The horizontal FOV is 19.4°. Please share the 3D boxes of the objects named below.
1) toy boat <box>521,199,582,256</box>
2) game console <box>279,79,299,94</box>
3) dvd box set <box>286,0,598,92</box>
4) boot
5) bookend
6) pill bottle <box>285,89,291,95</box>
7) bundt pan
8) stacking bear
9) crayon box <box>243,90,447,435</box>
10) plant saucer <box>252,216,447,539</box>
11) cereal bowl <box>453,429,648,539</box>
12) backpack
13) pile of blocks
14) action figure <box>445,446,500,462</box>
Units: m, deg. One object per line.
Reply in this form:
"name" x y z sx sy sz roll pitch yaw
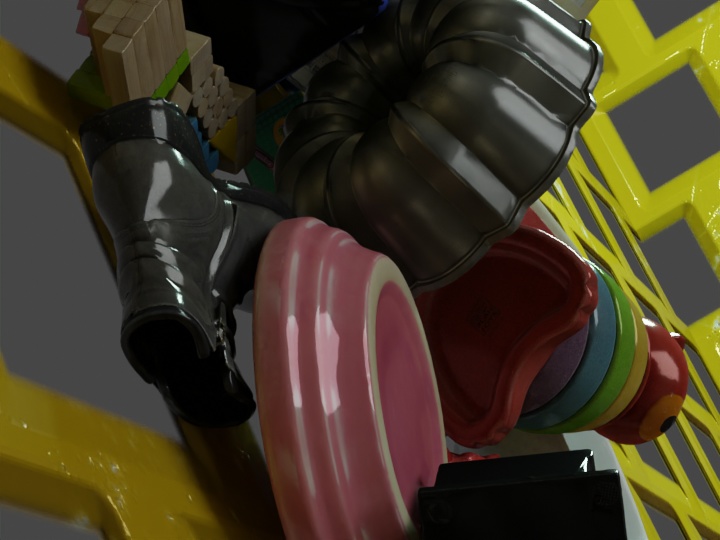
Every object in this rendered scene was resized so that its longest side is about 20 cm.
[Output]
"toy boat" 0.082 0.020 1.504 0.200 0.130 0.131 45 48 -46
"game console" -0.036 -0.206 1.406 0.200 0.170 0.119 52 20 -28
"dvd box set" 0.059 -0.164 1.343 0.146 0.200 0.029 37 0 -27
"boot" -0.071 0.018 0.995 0.200 0.069 0.132 39 33 -57
"bookend" 0.092 0.168 1.029 0.200 0.091 0.200 -61 144 -76
"pill bottle" 0.049 -0.160 1.538 0.114 0.199 0.114 54 13 -19
"bundt pan" 0.029 -0.081 1.121 0.076 0.202 0.202 41 19 -25
"stacking bear" 0.122 0.049 1.226 0.200 0.122 0.114 23 16 -49
"crayon box" 0.000 0.000 1.299 0.119 0.058 0.201 39 23 -59
"plant saucer" 0.002 0.071 1.011 0.200 0.050 0.202 -11 90 -78
"cereal bowl" 0.118 0.138 1.369 0.201 0.083 0.200 59 12 -20
"backpack" -0.091 -0.216 1.180 0.200 0.162 0.168 42 35 -24
"pile of blocks" -0.113 -0.092 1.101 0.062 0.083 0.200 18 -13 19
"action figure" 0.058 0.143 1.175 0.201 0.065 0.099 57 23 -14
